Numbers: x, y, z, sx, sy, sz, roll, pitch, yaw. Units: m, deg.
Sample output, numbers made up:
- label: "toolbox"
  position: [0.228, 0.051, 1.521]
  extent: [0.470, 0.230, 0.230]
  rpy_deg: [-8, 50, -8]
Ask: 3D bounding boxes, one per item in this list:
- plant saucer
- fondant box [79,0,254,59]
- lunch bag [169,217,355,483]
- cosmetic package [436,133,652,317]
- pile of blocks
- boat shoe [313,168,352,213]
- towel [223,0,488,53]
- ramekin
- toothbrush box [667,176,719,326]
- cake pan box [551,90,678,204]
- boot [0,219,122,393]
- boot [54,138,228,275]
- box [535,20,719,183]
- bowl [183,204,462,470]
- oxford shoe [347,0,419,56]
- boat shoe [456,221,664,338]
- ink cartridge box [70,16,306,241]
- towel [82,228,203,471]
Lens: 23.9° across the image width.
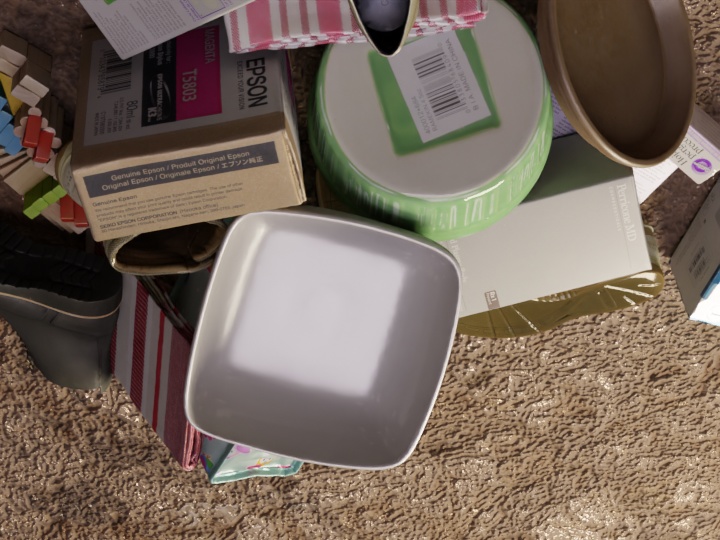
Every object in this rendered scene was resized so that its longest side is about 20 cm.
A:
- label: "plant saucer"
  position: [0.198, -0.178, 1.329]
  extent: [0.029, 0.201, 0.200]
  rpy_deg: [-10, 138, 42]
- label: "fondant box"
  position: [-0.144, -0.246, 1.220]
  extent: [0.199, 0.058, 0.145]
  rpy_deg: [-14, 118, 47]
- label: "lunch bag"
  position: [-0.084, 0.058, 1.482]
  extent: [0.121, 0.171, 0.201]
  rpy_deg: [0, 134, -41]
- label: "cosmetic package"
  position: [0.136, -0.038, 1.430]
  extent: [0.199, 0.090, 0.107]
  rpy_deg: [-14, 127, 10]
- label: "pile of blocks"
  position: [-0.272, -0.098, 1.412]
  extent: [0.081, 0.062, 0.201]
  rpy_deg: [-14, 130, 5]
- label: "boat shoe"
  position: [0.000, 0.000, 1.469]
  extent: [0.072, 0.201, 0.065]
  rpy_deg: [-19, 174, -38]
- label: "towel"
  position: [-0.009, -0.245, 1.276]
  extent: [0.198, 0.148, 0.030]
  rpy_deg: [-7, 171, 0]
- label: "ramekin"
  position: [0.055, -0.130, 1.323]
  extent: [0.198, 0.202, 0.098]
  rpy_deg: [-7, 171, 0]
- label: "toothbrush box"
  position: [0.405, -0.014, 1.546]
  extent: [0.199, 0.086, 0.147]
  rpy_deg: [13, 127, -18]
- label: "cake pan box"
  position: [0.153, -0.087, 1.479]
  extent: [0.199, 0.053, 0.184]
  rpy_deg: [26, 125, -25]
- label: "boot"
  position: [-0.306, 0.035, 1.488]
  extent: [0.199, 0.078, 0.139]
  rpy_deg: [21, 137, 10]
- label: "boot"
  position: [-0.130, -0.070, 1.369]
  extent: [0.199, 0.155, 0.072]
  rpy_deg: [-18, 129, -18]
- label: "box"
  position: [0.227, -0.150, 1.414]
  extent: [0.200, 0.042, 0.039]
  rpy_deg: [37, 129, -20]
- label: "bowl"
  position: [-0.031, 0.045, 1.340]
  extent: [0.199, 0.075, 0.201]
  rpy_deg: [13, 107, -10]
- label: "oxford shoe"
  position: [0.011, -0.241, 1.165]
  extent: [0.070, 0.074, 0.201]
  rpy_deg: [-12, 129, 6]
- label: "boat shoe"
  position: [0.165, 0.008, 1.501]
  extent: [0.199, 0.064, 0.073]
  rpy_deg: [-15, 147, 16]
- label: "ink cartridge box"
  position: [-0.133, -0.123, 1.315]
  extent: [0.163, 0.201, 0.075]
  rpy_deg: [-12, 129, 3]
- label: "towel"
  position: [-0.189, 0.059, 1.478]
  extent: [0.023, 0.200, 0.145]
  rpy_deg: [-17, 137, -30]
